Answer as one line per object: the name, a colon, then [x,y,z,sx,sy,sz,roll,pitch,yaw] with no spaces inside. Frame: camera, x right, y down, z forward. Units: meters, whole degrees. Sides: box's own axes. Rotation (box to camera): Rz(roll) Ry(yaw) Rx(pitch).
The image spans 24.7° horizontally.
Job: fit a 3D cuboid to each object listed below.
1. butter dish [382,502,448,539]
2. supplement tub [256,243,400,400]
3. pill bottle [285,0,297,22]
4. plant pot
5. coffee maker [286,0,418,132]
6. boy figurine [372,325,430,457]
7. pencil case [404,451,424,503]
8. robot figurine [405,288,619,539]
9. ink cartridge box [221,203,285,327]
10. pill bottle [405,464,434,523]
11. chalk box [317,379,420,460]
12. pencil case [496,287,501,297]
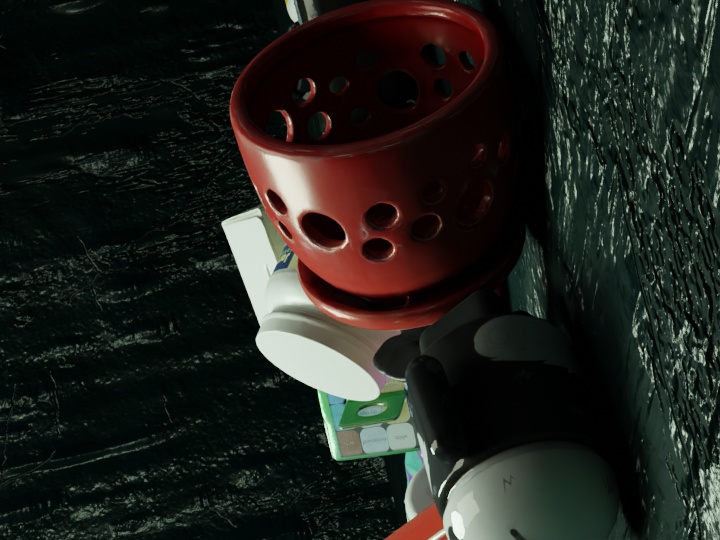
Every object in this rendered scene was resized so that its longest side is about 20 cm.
butter dish: [0.115,0.305,1.422,0.200,0.147,0.201,-41,49,36]
supplement tub: [0.000,0.000,1.487,0.145,0.144,0.202,87,-155,-66]
pill bottle: [-0.031,-0.323,1.727,0.114,0.113,0.202,90,168,-71]
plant pot: [0.023,-0.069,1.184,0.201,0.198,0.184,-108,1,-56]
coffee maker: [0.008,-0.238,1.533,0.191,0.133,0.203,8,113,61]
boy figurine: [0.099,0.107,1.256,0.200,0.125,0.064,46,162,-33]
pencil case: [0.077,0.165,1.847,0.092,0.085,0.202,19,125,51]
robot figurine: [0.099,0.113,1.107,0.126,0.148,0.201,102,160,-47]
ink cartridge box: [-0.019,-0.021,1.615,0.084,0.199,0.148,-14,99,56]
pill bottle: [0.107,0.281,1.577,0.114,0.112,0.202,-107,6,-51]
chalk box: [0.029,0.109,1.653,0.200,0.123,0.125,-43,-58,-70]
pencil case: [0.087,0.064,1.431,0.089,0.087,0.202,-112,10,-67]
